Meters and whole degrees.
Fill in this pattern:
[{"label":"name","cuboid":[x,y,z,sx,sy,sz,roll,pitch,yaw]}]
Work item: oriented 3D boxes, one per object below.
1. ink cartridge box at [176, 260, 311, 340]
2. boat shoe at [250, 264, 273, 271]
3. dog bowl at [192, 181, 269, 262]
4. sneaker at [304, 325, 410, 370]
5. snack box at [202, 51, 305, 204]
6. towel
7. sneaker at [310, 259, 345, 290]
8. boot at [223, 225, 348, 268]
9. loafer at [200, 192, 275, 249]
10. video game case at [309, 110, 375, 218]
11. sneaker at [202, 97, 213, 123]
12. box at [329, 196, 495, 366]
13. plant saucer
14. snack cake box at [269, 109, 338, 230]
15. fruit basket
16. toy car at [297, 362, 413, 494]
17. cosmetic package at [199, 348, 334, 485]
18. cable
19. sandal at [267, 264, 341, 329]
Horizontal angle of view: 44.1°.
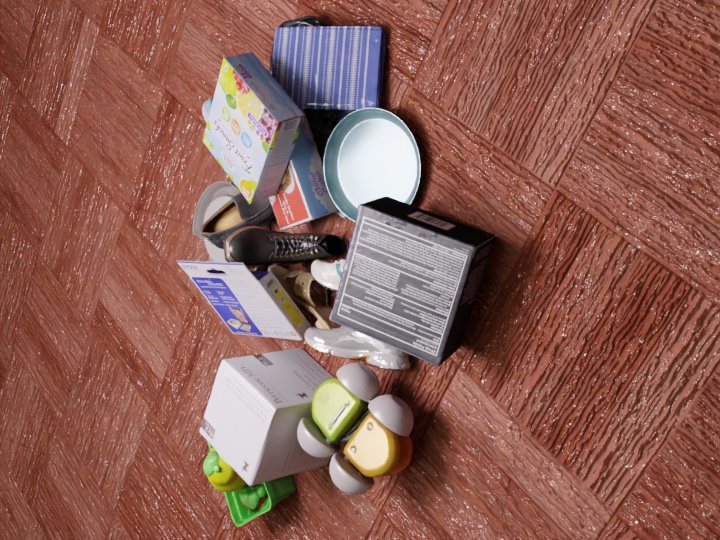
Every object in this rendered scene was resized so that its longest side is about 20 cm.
[{"label":"ink cartridge box","cuboid":[-0.214,0.043,1.628,0.197,0.047,0.201,3,134,43]},{"label":"boat shoe","cuboid":[-0.192,0.043,1.732,0.072,0.076,0.201,38,138,26]},{"label":"dog bowl","cuboid":[-0.261,-0.080,1.810,0.199,0.058,0.202,3,94,43]},{"label":"sneaker","cuboid":[0.000,0.113,1.546,0.198,0.076,0.093,11,87,19]},{"label":"snack box","cuboid":[-0.192,-0.247,1.555,0.169,0.067,0.201,51,142,22]},{"label":"towel","cuboid":[-0.057,-0.352,1.545,0.198,0.024,0.146,4,89,12]},{"label":"sneaker","cuboid":[0.000,0.000,1.556,0.199,0.070,0.094,25,107,36]},{"label":"boot","cuboid":[-0.133,-0.047,1.592,0.138,0.199,0.078,-3,93,40]},{"label":"loafer","cuboid":[-0.218,-0.116,1.690,0.200,0.072,0.073,-42,70,10]},{"label":"video game case","cuboid":[-0.061,-0.219,1.632,0.200,0.023,0.183,35,116,38]},{"label":"sneaker","cuboid":[-0.227,-0.309,1.752,0.200,0.079,0.131,46,124,21]},{"label":"box","cuboid":[0.081,0.012,1.401,0.199,0.123,0.200,22,108,18]},{"label":"plant saucer","cuboid":[0.023,-0.178,1.529,0.199,0.027,0.202,6,100,34]},{"label":"snack cake box","cuboid":[-0.126,-0.184,1.615,0.115,0.067,0.201,-14,97,52]},{"label":"fruit basket","cuboid":[-0.241,0.383,1.720,0.155,0.215,0.217,-37,68,39]},{"label":"toy car","cuboid":[0.006,0.267,1.510,0.200,0.150,0.176,41,102,30]},{"label":"cosmetic package","cuboid":[-0.154,0.262,1.624,0.165,0.199,0.166,35,114,35]},{"label":"cable","cuboid":[-0.106,-0.368,1.631,0.163,0.051,0.201,-36,68,41]},{"label":"sandal","cuboid":[-0.080,0.039,1.635,0.212,0.077,0.070,47,118,22]}]
